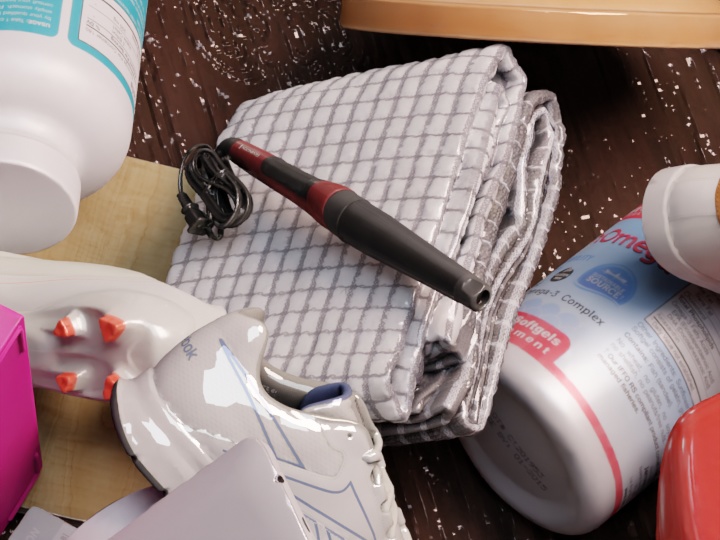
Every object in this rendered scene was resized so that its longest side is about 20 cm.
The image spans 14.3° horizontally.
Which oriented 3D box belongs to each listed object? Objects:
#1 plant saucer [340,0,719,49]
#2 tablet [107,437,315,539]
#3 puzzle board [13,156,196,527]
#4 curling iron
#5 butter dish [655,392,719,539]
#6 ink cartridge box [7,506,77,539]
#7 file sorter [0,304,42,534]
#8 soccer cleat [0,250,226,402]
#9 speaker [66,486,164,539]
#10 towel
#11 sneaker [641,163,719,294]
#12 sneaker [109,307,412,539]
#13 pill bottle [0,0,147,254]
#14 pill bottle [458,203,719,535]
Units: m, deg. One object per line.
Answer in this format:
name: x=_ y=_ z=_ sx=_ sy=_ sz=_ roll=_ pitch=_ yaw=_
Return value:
plant saucer: x=0.090 y=-0.131 z=1.425 sx=0.200 sy=0.200 sz=0.032 roll=1 pitch=96 yaw=-9
tablet: x=-0.088 y=0.174 z=1.201 sx=0.014 sy=0.200 sz=0.130 roll=10 pitch=48 yaw=-58
puzzle board: x=-0.156 y=0.025 z=1.392 sx=0.150 sy=0.017 sz=0.200 roll=13 pitch=60 yaw=-1
curling iron: x=-0.012 y=-0.017 z=1.296 sx=0.200 sy=0.026 sz=0.050 roll=22 pitch=93 yaw=41
butter dish: x=0.183 y=0.140 z=1.314 sx=0.148 sy=0.200 sz=0.200 roll=-13 pitch=63 yaw=9
ink cartridge box: x=-0.102 y=0.220 z=1.285 sx=0.200 sy=0.057 sz=0.163 roll=24 pitch=60 yaw=17
file sorter: x=-0.228 y=0.082 z=1.233 sx=0.125 sy=0.200 sz=0.139 roll=28 pitch=69 yaw=7
soccer cleat: x=-0.153 y=0.023 z=1.328 sx=0.200 sy=0.069 sz=0.078 roll=12 pitch=16 yaw=33
speaker: x=-0.054 y=0.189 z=1.233 sx=0.081 sy=0.081 sz=0.200 roll=-28 pitch=64 yaw=-22
towel: x=0.000 y=0.000 z=1.352 sx=0.165 sy=0.086 sz=0.200 roll=-7 pitch=53 yaw=35
sneaker: x=0.224 y=-0.004 z=1.326 sx=0.200 sy=0.085 sz=0.073 roll=15 pitch=72 yaw=-42
sneaker: x=-0.016 y=0.102 z=1.242 sx=0.087 sy=0.075 sz=0.200 roll=-42 pitch=107 yaw=9
pill bottle: x=-0.162 y=-0.106 z=1.392 sx=0.111 sy=0.111 sz=0.200 roll=8 pitch=51 yaw=-5
pill bottle: x=0.143 y=0.030 z=1.388 sx=0.200 sy=0.109 sz=0.109 roll=-37 pitch=73 yaw=-25
